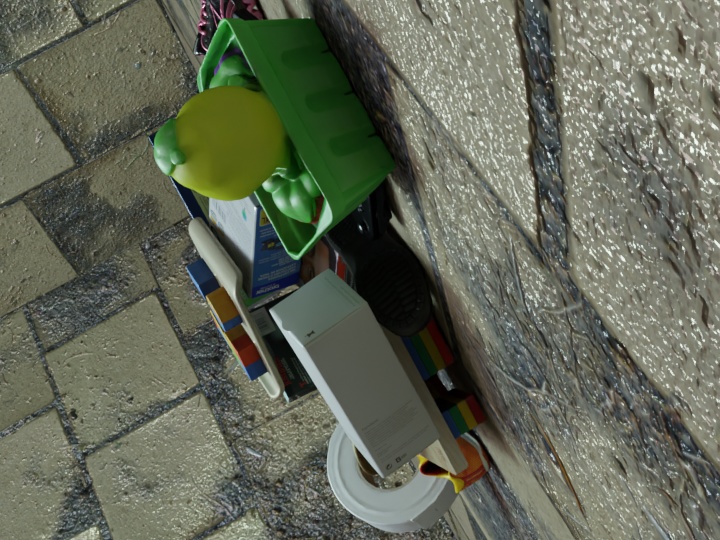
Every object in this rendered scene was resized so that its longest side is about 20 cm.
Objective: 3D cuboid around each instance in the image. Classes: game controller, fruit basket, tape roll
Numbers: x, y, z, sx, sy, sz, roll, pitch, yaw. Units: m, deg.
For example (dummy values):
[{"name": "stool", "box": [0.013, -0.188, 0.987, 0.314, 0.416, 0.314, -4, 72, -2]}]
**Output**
[{"name": "game controller", "box": [-0.026, -0.124, 1.067, 0.200, 0.042, 0.104, 57, 173, 35]}, {"name": "fruit basket", "box": [-0.095, -0.110, 0.893, 0.216, 0.215, 0.155, 61, 155, 6]}, {"name": "tape roll", "box": [0.054, 0.286, 1.518, 0.203, 0.202, 0.071, 58, -176, 31]}]

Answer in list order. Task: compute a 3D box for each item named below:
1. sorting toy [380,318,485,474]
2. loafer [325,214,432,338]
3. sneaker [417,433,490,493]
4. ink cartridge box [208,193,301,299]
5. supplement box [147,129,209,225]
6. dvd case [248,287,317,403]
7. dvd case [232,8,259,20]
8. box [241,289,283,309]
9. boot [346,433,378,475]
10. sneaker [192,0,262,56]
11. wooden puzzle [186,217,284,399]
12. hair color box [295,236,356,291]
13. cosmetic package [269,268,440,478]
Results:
[{"name": "sorting toy", "box": [0.067, 0.128, 1.235, 0.201, 0.069, 0.199, 61, 168, -6]}, {"name": "loafer", "box": [0.030, 0.005, 1.112, 0.071, 0.073, 0.200, 50, -173, -44]}, {"name": "sneaker", "box": [0.097, 0.238, 1.400, 0.200, 0.077, 0.073, 25, 142, 62]}, {"name": "ink cartridge box", "box": [-0.132, -0.062, 1.272, 0.137, 0.076, 0.201, 56, 150, 33]}, {"name": "supplement box", "box": [-0.208, -0.177, 1.651, 0.201, 0.199, 0.134, 62, 175, -10]}, {"name": "dvd case", "box": [-0.042, 0.078, 1.396, 0.146, 0.199, 0.022, 58, 163, 25]}, {"name": "dvd case", "box": [-0.087, -0.158, 1.074, 0.143, 0.018, 0.201, 43, 147, 28]}, {"name": "box", "box": [-0.120, -0.037, 1.554, 0.097, 0.199, 0.176, 61, 174, -11]}, {"name": "boot", "box": [-0.017, 0.143, 1.268, 0.155, 0.072, 0.201, 39, 149, 54]}, {"name": "sneaker", "box": [-0.166, -0.299, 1.220, 0.201, 0.095, 0.079, 64, 176, -15]}, {"name": "wooden puzzle", "box": [-0.173, 0.053, 1.325, 0.185, 0.046, 0.201, 47, 158, 51]}, {"name": "hair color box", "box": [-0.060, -0.033, 1.313, 0.200, 0.061, 0.102, 32, 125, 49]}, {"name": "cosmetic package", "box": [-0.005, 0.111, 1.089, 0.108, 0.085, 0.201, 41, 162, 57]}]
